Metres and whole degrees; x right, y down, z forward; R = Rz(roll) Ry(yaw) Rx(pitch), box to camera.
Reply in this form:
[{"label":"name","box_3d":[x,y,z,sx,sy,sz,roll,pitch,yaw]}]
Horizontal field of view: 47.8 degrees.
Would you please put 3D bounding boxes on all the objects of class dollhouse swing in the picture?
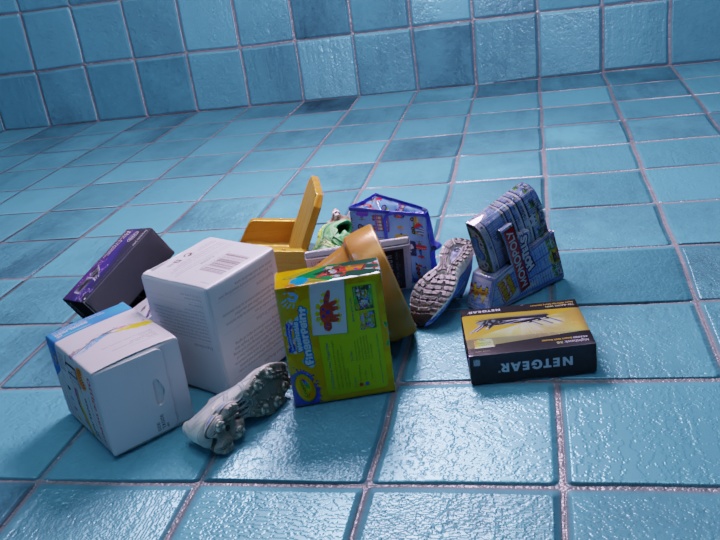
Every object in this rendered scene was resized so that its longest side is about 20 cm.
[{"label":"dollhouse swing","box_3d":[-0.174,-0.096,1.681,0.178,0.179,0.201,1,23,-8]}]

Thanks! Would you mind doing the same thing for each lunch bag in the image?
[{"label":"lunch bag","box_3d":[0.084,-0.061,1.646,0.198,0.153,0.094,13,31,41]}]

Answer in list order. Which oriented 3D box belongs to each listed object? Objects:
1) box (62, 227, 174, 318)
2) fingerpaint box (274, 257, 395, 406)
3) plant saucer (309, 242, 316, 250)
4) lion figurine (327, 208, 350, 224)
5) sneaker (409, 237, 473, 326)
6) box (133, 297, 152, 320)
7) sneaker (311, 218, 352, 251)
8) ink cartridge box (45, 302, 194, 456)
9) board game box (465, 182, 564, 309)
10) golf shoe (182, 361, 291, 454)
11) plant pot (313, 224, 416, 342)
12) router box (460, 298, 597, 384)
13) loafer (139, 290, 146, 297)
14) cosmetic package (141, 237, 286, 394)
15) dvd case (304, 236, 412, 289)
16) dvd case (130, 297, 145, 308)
[{"label":"box","box_3d":[-0.489,0.011,1.643,0.140,0.079,0.201,3,50,51]},{"label":"fingerpaint box","box_3d":[-0.039,0.095,1.267,0.164,0.203,0.074,-9,22,-1]},{"label":"plant saucer","box_3d":[-0.143,-0.021,1.771,0.196,0.028,0.201,-2,24,1]},{"label":"lion figurine","box_3d":[0.025,-0.098,1.878,0.196,0.074,0.123,2,13,-13]},{"label":"sneaker","box_3d":[0.160,0.035,1.504,0.078,0.090,0.201,16,52,32]},{"label":"box","box_3d":[-0.393,0.086,1.510,0.199,0.037,0.145,-34,20,9]},{"label":"sneaker","box_3d":[-0.054,-0.044,1.693,0.083,0.074,0.202,-29,33,26]},{"label":"ink cartridge box","box_3d":[-0.381,0.167,1.288,0.143,0.150,0.199,-24,27,-33]},{"label":"board game box","box_3d":[0.271,-0.023,1.495,0.199,0.202,0.061,-36,32,-23]},{"label":"golf shoe","box_3d":[-0.191,0.198,1.250,0.096,0.080,0.199,2,23,36]},{"label":"plant pot","box_3d":[-0.024,0.050,1.405,0.181,0.202,0.201,-24,23,1]},{"label":"router box","box_3d":[0.266,0.112,1.312,0.196,0.053,0.158,-7,23,4]},{"label":"loafer","box_3d":[-0.390,0.027,1.675,0.197,0.076,0.069,-9,31,31]},{"label":"cosmetic package","box_3d":[-0.239,0.075,1.381,0.164,0.203,0.167,9,29,36]},{"label":"dvd case","box_3d":[0.000,0.000,1.555,0.196,0.151,0.025,-8,56,1]},{"label":"dvd case","box_3d":[-0.446,0.048,1.751,0.146,0.016,0.201,-7,25,4]}]
